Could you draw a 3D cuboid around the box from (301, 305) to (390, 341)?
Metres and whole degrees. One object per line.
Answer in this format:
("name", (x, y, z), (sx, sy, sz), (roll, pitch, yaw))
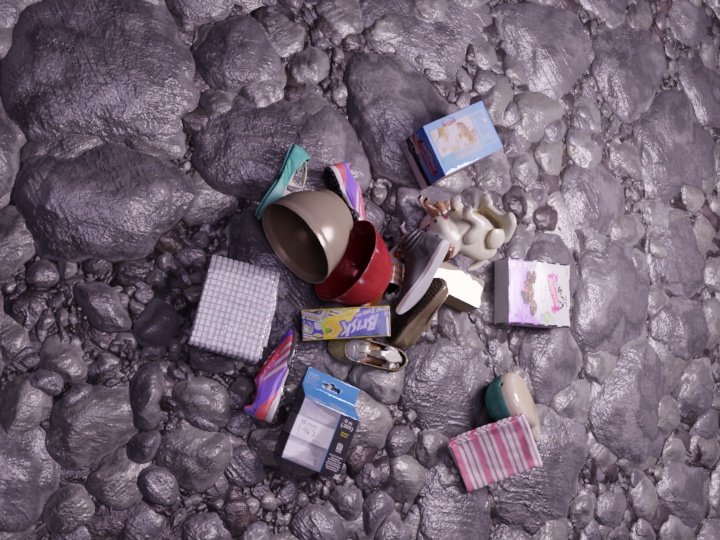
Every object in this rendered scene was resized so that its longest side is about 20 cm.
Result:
("box", (-0.032, 0.118, 1.335), (0.196, 0.064, 0.072), (-3, 84, -2))

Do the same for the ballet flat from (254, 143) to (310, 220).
("ballet flat", (-0.167, -0.192, 1.355), (0.070, 0.067, 0.203), (26, 72, -8))

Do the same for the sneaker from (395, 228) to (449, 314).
("sneaker", (0.114, -0.004, 1.365), (0.099, 0.070, 0.202), (36, 106, 25))

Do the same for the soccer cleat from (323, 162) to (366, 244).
("soccer cleat", (-0.016, -0.162, 1.418), (0.073, 0.068, 0.203), (-26, 92, -31))

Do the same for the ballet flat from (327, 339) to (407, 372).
("ballet flat", (0.022, 0.190, 1.381), (0.197, 0.071, 0.072), (18, 76, -19))

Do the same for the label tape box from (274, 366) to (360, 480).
("label tape box", (-0.084, 0.334, 1.319), (0.143, 0.063, 0.203), (27, 74, -17))

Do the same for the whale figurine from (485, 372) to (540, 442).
("whale figurine", (0.383, 0.350, 1.497), (0.201, 0.103, 0.160), (52, 29, -30))

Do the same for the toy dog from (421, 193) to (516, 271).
("toy dog", (0.235, -0.087, 1.428), (0.197, 0.196, 0.140), (-8, 45, -25))

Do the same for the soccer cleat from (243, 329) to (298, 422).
("soccer cleat", (-0.188, 0.219, 1.287), (0.072, 0.068, 0.203), (18, 75, -5))

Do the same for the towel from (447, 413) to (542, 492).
("towel", (0.322, 0.438, 1.426), (0.197, 0.030, 0.148), (-23, 103, 9))

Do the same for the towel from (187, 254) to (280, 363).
("towel", (-0.268, 0.084, 1.270), (0.163, 0.085, 0.204), (16, 75, -21))

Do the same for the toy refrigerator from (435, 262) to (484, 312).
("toy refrigerator", (0.202, 0.029, 1.478), (0.197, 0.070, 0.077), (25, 67, -18))

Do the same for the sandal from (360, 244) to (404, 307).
("sandal", (0.065, 0.041, 1.409), (0.058, 0.079, 0.209), (23, 79, 22))

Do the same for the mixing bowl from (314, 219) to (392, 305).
("mixing bowl", (0.000, 0.000, 1.345), (0.108, 0.199, 0.203), (33, 71, -32))

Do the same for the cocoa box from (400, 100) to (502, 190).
("cocoa box", (0.228, -0.314, 1.501), (0.198, 0.131, 0.135), (-28, 93, -23))

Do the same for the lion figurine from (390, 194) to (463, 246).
("lion figurine", (0.169, -0.105, 1.490), (0.122, 0.072, 0.201), (41, 83, -25))

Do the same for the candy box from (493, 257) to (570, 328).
("candy box", (0.451, 0.062, 1.571), (0.196, 0.071, 0.171), (5, 80, -21))

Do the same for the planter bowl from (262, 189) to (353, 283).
("planter bowl", (-0.099, -0.093, 1.309), (0.134, 0.199, 0.202), (-40, 98, -31))

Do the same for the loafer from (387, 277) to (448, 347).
("loafer", (0.142, 0.102, 1.417), (0.067, 0.076, 0.200), (31, 108, -34))
